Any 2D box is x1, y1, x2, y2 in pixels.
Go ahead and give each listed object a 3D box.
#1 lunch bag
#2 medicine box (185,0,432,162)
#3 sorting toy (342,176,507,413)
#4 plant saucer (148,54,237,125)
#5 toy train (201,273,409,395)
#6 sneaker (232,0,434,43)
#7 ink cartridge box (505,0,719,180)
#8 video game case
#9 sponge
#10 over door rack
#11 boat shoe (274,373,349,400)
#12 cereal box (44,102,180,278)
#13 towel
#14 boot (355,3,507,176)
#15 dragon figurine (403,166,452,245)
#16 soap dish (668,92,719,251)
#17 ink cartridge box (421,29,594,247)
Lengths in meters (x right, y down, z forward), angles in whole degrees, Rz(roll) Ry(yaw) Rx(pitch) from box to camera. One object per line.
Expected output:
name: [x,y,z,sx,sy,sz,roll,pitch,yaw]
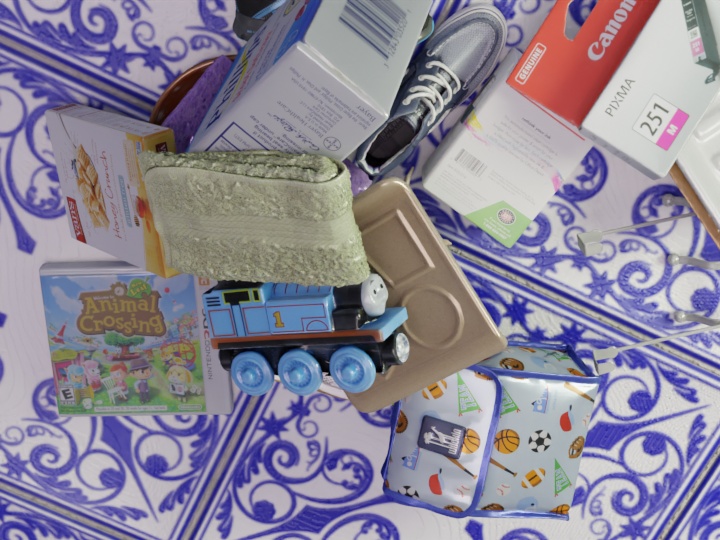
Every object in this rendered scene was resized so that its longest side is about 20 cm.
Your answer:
lunch bag: [0.128,0.162,1.385,0.199,0.124,0.171,7,104,-16]
medicine box: [-0.048,-0.170,1.216,0.103,0.183,0.200,37,134,-17]
sorting toy: [0.021,0.026,1.300,0.185,0.036,0.200,-29,101,32]
plant saucer: [-0.122,-0.125,1.398,0.199,0.032,0.201,1,111,2]
toy train: [-0.052,0.053,1.275,0.199,0.087,0.115,-4,107,25]
sneaker: [-0.026,-0.259,1.316,0.199,0.073,0.082,4,113,1]
ink cartridge box: [0.261,-0.214,1.261,0.173,0.044,0.200,33,92,3]
video game case: [-0.246,0.077,1.491,0.199,0.022,0.183,-1,112,4]
sponge: [-0.096,-0.109,1.341,0.200,0.030,0.112,39,73,-12]
over door rack: [0.315,0.004,1.400,0.199,0.067,0.148,-17,112,-13]
boat shoe: [-0.030,0.086,1.382,0.199,0.071,0.070,13,104,-16]
cereal box: [-0.243,-0.083,1.348,0.039,0.200,0.145,-22,116,-34]
towel: [-0.095,-0.044,1.198,0.199,0.037,0.149,4,135,18]
boot: [0.072,-0.174,1.336,0.073,0.090,0.200,38,109,-12]
dragon figurine: [0.059,-0.005,1.412,0.059,0.099,0.201,-26,101,-13]
soap dish: [0.374,-0.120,1.312,0.157,0.081,0.200,-33,86,3]
ink cartridge box: [0.165,-0.139,1.358,0.117,0.067,0.200,35,110,-9]
